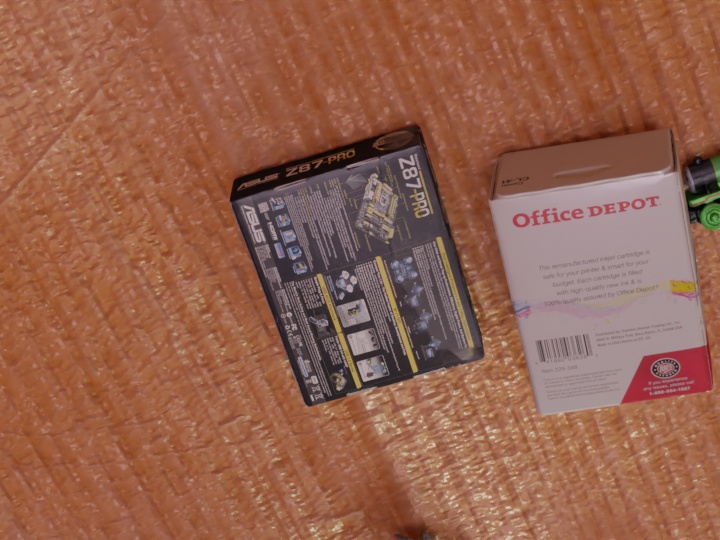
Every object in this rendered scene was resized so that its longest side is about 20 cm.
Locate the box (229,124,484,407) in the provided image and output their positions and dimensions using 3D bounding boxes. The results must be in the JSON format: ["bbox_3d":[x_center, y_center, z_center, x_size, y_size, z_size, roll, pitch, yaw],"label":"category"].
[{"bbox_3d":[0.000,0.000,1.159,0.159,0.049,0.202,-16,116,8],"label":"box"}]

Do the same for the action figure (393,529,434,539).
[{"bbox_3d":[0.051,0.295,1.281,0.200,0.101,0.120,30,85,-56],"label":"action figure"}]

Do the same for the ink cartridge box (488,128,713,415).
[{"bbox_3d":[0.193,0.003,1.135,0.145,0.086,0.202,-8,116,14],"label":"ink cartridge box"}]

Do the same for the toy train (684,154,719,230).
[{"bbox_3d":[0.347,-0.088,1.129,0.198,0.042,0.057,-19,106,8],"label":"toy train"}]
